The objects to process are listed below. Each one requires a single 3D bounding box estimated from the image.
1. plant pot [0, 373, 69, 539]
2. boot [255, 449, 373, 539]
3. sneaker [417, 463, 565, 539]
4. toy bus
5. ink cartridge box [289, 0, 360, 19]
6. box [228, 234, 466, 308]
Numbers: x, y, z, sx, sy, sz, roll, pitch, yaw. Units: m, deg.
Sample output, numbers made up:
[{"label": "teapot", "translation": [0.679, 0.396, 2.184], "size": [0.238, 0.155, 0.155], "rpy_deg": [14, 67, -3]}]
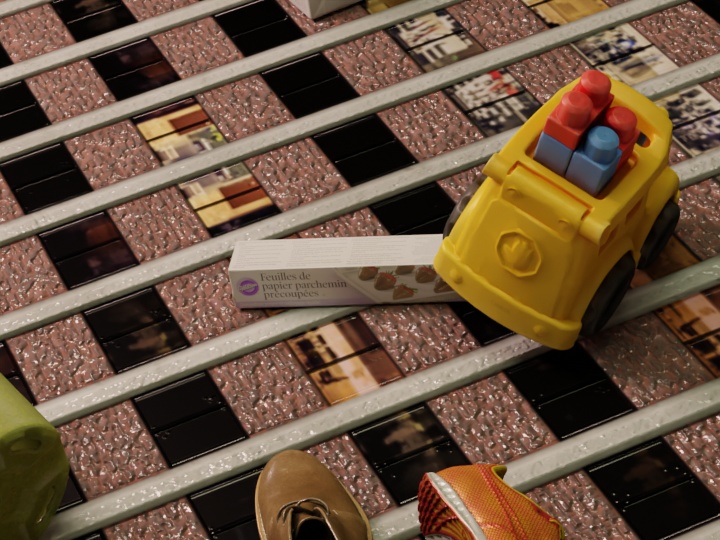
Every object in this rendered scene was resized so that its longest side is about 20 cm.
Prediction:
[{"label": "plant pot", "translation": [-0.306, 0.118, 1.536], "size": [0.184, 0.201, 0.200], "rpy_deg": [32, 52, 27]}, {"label": "boot", "translation": [-0.028, 0.170, 1.473], "size": [0.073, 0.076, 0.200], "rpy_deg": [-16, 35, -5]}, {"label": "sneaker", "translation": [0.101, 0.179, 1.370], "size": [0.077, 0.073, 0.200], "rpy_deg": [-9, 37, -17]}, {"label": "toy bus", "translation": [0.164, -0.075, 1.633], "size": [0.136, 0.192, 0.200], "rpy_deg": [32, 48, 15]}, {"label": "ink cartridge box", "translation": [-0.073, -0.334, 2.128], "size": [0.067, 0.116, 0.200], "rpy_deg": [-24, 39, -17]}, {"label": "box", "translation": [0.000, 0.000, 1.725], "size": [0.199, 0.039, 0.041], "rpy_deg": [-2, 36, 10]}]
